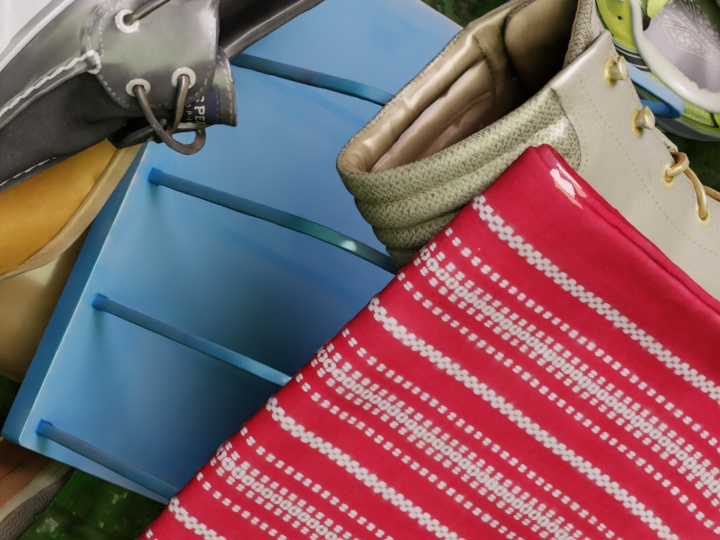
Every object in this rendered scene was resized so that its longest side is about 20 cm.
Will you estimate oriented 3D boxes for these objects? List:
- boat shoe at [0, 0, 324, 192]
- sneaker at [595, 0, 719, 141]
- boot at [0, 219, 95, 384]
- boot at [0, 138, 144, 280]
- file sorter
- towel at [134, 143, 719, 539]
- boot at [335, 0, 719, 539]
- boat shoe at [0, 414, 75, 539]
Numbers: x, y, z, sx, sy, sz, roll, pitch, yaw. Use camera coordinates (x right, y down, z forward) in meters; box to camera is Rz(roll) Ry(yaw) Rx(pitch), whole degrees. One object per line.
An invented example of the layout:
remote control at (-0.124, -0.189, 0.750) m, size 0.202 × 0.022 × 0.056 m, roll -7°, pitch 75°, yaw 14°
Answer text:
boat shoe at (-0.054, -0.071, 0.736) m, size 0.200 × 0.070 × 0.066 m, roll -38°, pitch 75°, yaw -16°
sneaker at (0.089, -0.128, 0.886) m, size 0.200 × 0.076 × 0.075 m, roll 43°, pitch 88°, yaw -15°
boot at (-0.147, -0.068, 0.845) m, size 0.199 × 0.066 × 0.176 m, roll 23°, pitch 101°, yaw -17°
boot at (-0.155, -0.044, 0.783) m, size 0.144 × 0.071 × 0.202 m, roll 36°, pitch 88°, yaw -10°
file sorter at (0.000, 0.000, 0.827) m, size 0.138 × 0.122 × 0.201 m, roll 27°, pitch 85°, yaw -38°
towel at (0.035, 0.072, 0.737) m, size 0.144 × 0.023 × 0.200 m, roll 39°, pitch 105°, yaw -21°
boot at (0.099, -0.024, 0.764) m, size 0.199 × 0.072 × 0.155 m, roll -32°, pitch 118°, yaw -12°
boat shoe at (-0.177, 0.089, 0.817) m, size 0.200 × 0.076 × 0.074 m, roll -36°, pitch 93°, yaw -43°
